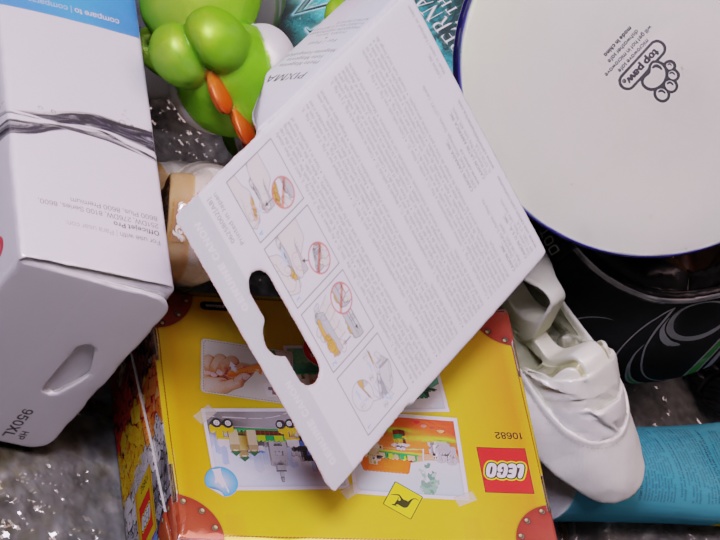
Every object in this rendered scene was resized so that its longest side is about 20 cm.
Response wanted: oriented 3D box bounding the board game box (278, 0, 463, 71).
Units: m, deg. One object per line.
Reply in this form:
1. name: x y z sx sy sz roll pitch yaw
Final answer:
1. board game box: 0.005 -0.121 1.429 0.135 0.028 0.200 -31 51 -8

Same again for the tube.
1. tube: 0.173 0.119 1.459 0.200 0.050 0.078 5 60 -43

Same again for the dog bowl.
1. dog bowl: 0.148 -0.107 1.308 0.200 0.200 0.079 42 6 -3

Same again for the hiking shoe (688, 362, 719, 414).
1. hiking shoe: 0.247 0.010 1.604 0.101 0.076 0.200 20 54 -39

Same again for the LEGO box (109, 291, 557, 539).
1. LEGO box: -0.015 0.095 1.254 0.200 0.077 0.149 4 53 -19

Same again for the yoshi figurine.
1. yoshi figurine: -0.054 -0.109 1.285 0.112 0.112 0.200 34 -2 24

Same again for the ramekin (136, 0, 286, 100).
1. ramekin: -0.132 -0.172 1.338 0.200 0.200 0.098 11 58 -34

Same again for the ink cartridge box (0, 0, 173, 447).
1. ink cartridge box: -0.167 -0.037 1.225 0.084 0.145 0.200 13 48 -30

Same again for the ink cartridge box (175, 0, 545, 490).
1. ink cartridge box: -0.008 -0.017 1.209 0.200 0.057 0.163 -44 116 -34

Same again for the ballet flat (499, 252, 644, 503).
1. ballet flat: 0.097 0.037 1.350 0.200 0.069 0.069 56 40 0

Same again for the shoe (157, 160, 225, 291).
1. shoe: -0.084 -0.020 1.269 0.053 0.200 0.070 1 93 -11

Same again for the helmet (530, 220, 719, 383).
1. helmet: 0.166 -0.027 1.465 0.200 0.191 0.200 2 74 -7
